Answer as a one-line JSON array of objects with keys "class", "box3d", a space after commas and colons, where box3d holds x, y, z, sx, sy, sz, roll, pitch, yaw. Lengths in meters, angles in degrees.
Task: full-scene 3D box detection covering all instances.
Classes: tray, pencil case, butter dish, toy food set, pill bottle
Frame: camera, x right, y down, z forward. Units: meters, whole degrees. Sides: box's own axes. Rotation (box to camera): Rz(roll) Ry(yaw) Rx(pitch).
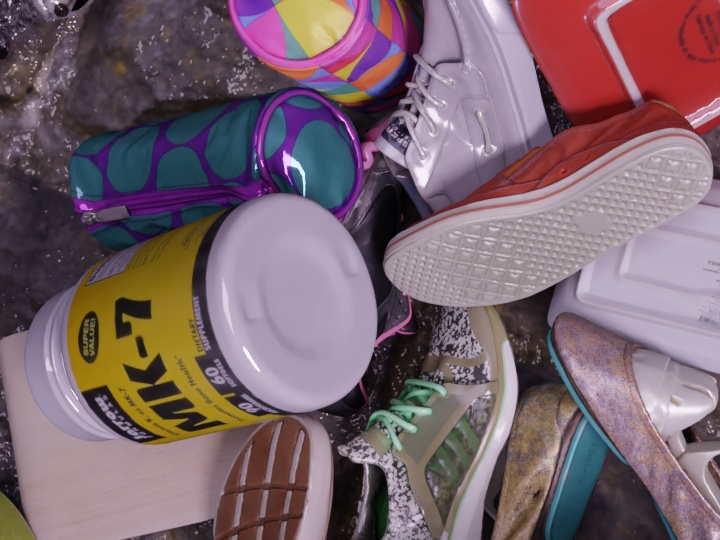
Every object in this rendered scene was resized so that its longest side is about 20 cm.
[{"class": "tray", "box3d": [0.205, 0.003, 0.773, 0.198, 0.022, 0.109, 14, 87, 29]}, {"class": "pencil case", "box3d": [-0.094, -0.057, 0.849, 0.198, 0.092, 0.086, -7, 117, 43]}, {"class": "pencil case", "box3d": [-0.013, -0.146, 0.822, 0.087, 0.200, 0.090, 0, 90, 11]}, {"class": "butter dish", "box3d": [0.182, -0.187, 0.792, 0.198, 0.200, 0.149, -28, 51, 13]}, {"class": "toy food set", "box3d": [-0.135, 0.098, 0.897, 0.197, 0.060, 0.145, -14, 78, 5]}, {"class": "pill bottle", "box3d": [-0.096, 0.035, 0.772, 0.199, 0.113, 0.116, -18, 75, 43]}]

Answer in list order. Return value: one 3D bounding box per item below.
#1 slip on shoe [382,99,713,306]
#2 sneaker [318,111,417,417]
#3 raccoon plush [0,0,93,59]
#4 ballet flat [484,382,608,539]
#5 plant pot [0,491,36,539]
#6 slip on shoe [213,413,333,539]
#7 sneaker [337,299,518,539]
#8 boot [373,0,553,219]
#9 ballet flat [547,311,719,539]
[{"class": "slip on shoe", "box3d": [0.103, -0.036, 0.787, 0.198, 0.074, 0.062, -26, 37, 21]}, {"class": "sneaker", "box3d": [0.000, 0.000, 0.867, 0.095, 0.079, 0.202, 26, 79, -15]}, {"class": "raccoon plush", "box3d": [-0.254, -0.244, 0.962, 0.133, 0.097, 0.201, -30, 75, 2]}, {"class": "ballet flat", "box3d": [0.093, 0.163, 0.816, 0.070, 0.071, 0.202, 16, 87, 18]}, {"class": "plant pot", "box3d": [-0.319, 0.226, 0.824, 0.185, 0.199, 0.190, 0, 89, 33]}, {"class": "slip on shoe", "box3d": [-0.046, 0.183, 0.830, 0.075, 0.060, 0.203, 13, 96, 40]}, {"class": "sneaker", "box3d": [0.033, 0.100, 0.807, 0.077, 0.088, 0.203, -9, 67, 59]}, {"class": "boot", "box3d": [0.050, -0.097, 0.797, 0.095, 0.201, 0.074, -29, 33, -5]}, {"class": "ballet flat", "box3d": [0.183, 0.098, 0.774, 0.067, 0.068, 0.201, -31, 96, 29]}]
